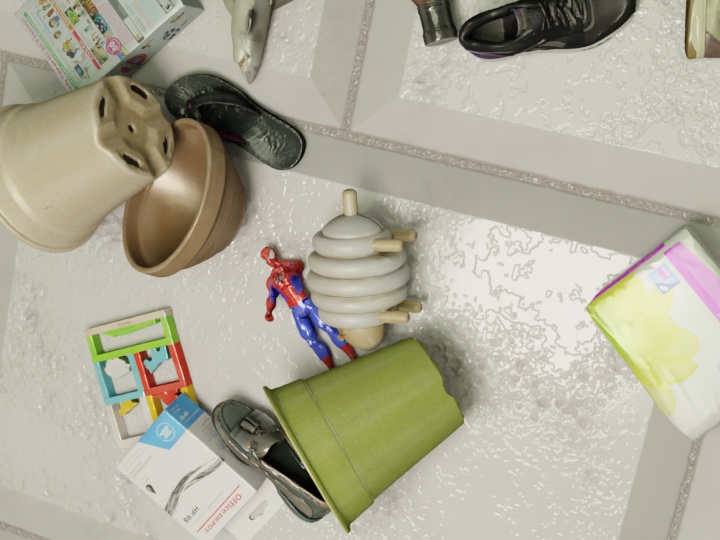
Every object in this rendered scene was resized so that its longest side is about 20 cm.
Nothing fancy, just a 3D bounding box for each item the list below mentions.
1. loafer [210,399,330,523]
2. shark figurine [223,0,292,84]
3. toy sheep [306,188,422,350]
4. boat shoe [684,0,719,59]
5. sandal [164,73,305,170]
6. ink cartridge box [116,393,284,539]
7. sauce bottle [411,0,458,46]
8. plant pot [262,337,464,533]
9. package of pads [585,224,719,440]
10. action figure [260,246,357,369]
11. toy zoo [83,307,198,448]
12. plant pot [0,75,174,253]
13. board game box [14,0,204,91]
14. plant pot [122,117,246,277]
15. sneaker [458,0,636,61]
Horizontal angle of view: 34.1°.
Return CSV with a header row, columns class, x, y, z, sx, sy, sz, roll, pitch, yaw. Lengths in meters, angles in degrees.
class,x,y,z,sx,sy,sz,roll,pitch,yaw
loafer,-0.105,0.235,1.502,0.200,0.072,0.063,45,146,0
shark figurine,-0.104,-0.333,1.409,0.214,0.089,0.128,131,126,-60
toy sheep,0.000,0.000,1.409,0.138,0.138,0.200,1,102,19
boat shoe,0.389,-0.327,1.263,0.066,0.072,0.201,5,100,8
sandal,-0.162,-0.191,1.477,0.200,0.048,0.075,26,105,13
ink cartridge box,-0.202,0.273,1.536,0.200,0.067,0.116,41,109,1
sauce bottle,0.073,-0.363,1.364,0.065,0.065,0.200,-14,93,20
plant pot,0.015,0.178,1.398,0.190,0.200,0.200,-30,88,-5
package of pads,0.369,0.073,1.325,0.155,0.068,0.200,-41,84,19
action figure,-0.075,0.057,1.462,0.065,0.099,0.200,-35,84,19
toy zoo,-0.289,0.161,1.587,0.131,0.020,0.200,-15,93,20
plant pot,-0.336,-0.144,1.445,0.183,0.200,0.201,-21,91,33
board game box,-0.323,-0.331,1.505,0.200,0.064,0.148,-36,85,19
plant pot,-0.208,-0.082,1.465,0.201,0.093,0.201,-23,58,45
sneaker,0.209,-0.277,1.317,0.200,0.088,0.076,-14,93,20
